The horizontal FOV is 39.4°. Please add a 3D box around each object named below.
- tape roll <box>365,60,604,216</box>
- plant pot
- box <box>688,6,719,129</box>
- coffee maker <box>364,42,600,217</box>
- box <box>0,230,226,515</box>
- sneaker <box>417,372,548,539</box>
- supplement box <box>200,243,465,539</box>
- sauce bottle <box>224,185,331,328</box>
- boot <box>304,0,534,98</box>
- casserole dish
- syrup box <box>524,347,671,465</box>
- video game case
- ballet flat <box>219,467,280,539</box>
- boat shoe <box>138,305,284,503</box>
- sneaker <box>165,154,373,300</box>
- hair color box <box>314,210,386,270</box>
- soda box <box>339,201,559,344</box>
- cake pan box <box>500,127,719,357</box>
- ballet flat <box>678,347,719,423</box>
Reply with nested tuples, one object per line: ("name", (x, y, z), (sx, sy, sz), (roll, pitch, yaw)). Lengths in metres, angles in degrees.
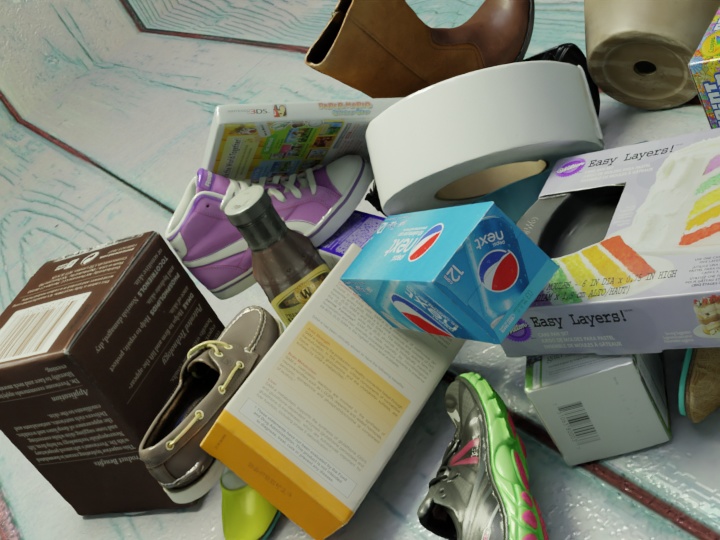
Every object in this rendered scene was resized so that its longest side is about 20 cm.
("tape roll", (0.107, -0.109, 0.876), (0.200, 0.072, 0.203), (-13, -11, -2))
("plant pot", (0.306, -0.269, 1.025), (0.199, 0.200, 0.175), (-3, 55, 42))
("box", (0.412, -0.197, 0.848), (0.191, 0.123, 0.201), (-2, 41, 43))
("coffee maker", (0.133, -0.140, 1.063), (0.199, 0.134, 0.194), (-2, 66, 45))
("box", (-0.231, 0.101, 0.952), (0.164, 0.201, 0.165), (-12, 34, 32))
("sneaker", (0.076, 0.145, 0.706), (0.083, 0.077, 0.201), (-22, 29, 11))
("supplement box", (-0.018, 0.095, 0.812), (0.200, 0.126, 0.074), (-51, -1, -32))
("sauce bottle", (-0.056, 0.015, 0.909), (0.065, 0.201, 0.066), (-24, 31, 16))
("boot", (0.059, -0.229, 0.934), (0.189, 0.199, 0.068), (-54, 42, 8))
("casserole dish", (0.173, -0.062, 0.886), (0.198, 0.039, 0.121), (-19, -7, -24))
("syrup box", (0.178, 0.040, 0.762), (0.081, 0.079, 0.201), (-19, 31, 24))
("video game case", (-0.056, -0.113, 0.950), (0.180, 0.023, 0.200), (-5, -12, -15))
("ballet flat", (-0.089, 0.145, 0.880), (0.066, 0.067, 0.201), (-17, 32, 29))
("boat shoe", (-0.124, 0.098, 0.854), (0.071, 0.060, 0.201), (-13, 37, 36))
("sneaker", (-0.091, -0.064, 0.932), (0.200, 0.115, 0.073), (-35, 30, 8))
("hair color box", (0.000, 0.000, 0.971), (0.065, 0.110, 0.199), (-42, 30, -17))
("soda box", (0.054, 0.002, 0.716), (0.068, 0.064, 0.200), (-51, 13, -11))
("cake pan box", (0.199, -0.022, 0.703), (0.198, 0.053, 0.185), (-7, 35, 40))
("ballet flat", (0.273, 0.029, 0.715), (0.072, 0.068, 0.201), (5, 39, 21))
